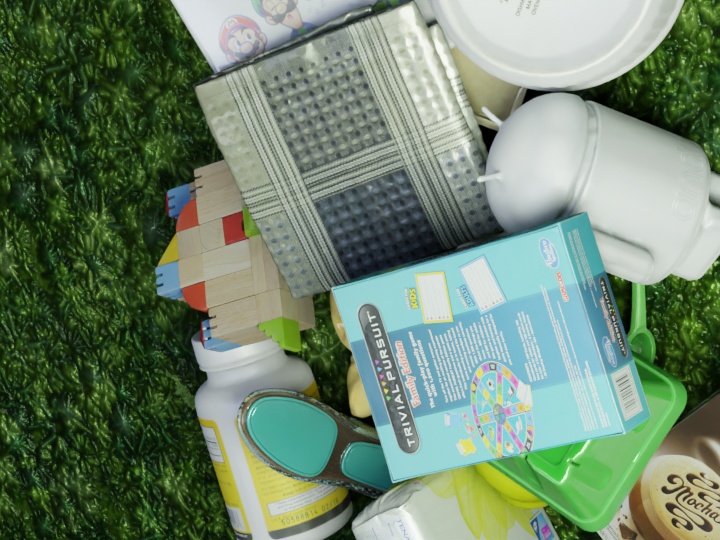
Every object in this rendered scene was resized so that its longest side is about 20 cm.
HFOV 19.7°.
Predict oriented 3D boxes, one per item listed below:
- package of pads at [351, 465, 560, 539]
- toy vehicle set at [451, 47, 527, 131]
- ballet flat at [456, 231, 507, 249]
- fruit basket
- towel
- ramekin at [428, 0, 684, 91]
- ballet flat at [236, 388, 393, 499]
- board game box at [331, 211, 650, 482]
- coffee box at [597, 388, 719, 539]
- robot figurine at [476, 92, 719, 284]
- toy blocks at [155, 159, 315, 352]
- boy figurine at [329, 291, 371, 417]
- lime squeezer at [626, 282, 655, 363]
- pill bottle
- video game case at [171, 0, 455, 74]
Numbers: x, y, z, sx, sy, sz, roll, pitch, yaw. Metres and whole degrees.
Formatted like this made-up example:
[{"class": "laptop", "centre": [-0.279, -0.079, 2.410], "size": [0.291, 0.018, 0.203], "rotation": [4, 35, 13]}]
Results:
[{"class": "package of pads", "centre": [0.087, 0.226, 1.693], "size": [0.068, 0.200, 0.155], "rotation": [-27, 92, 32]}, {"class": "toy vehicle set", "centre": [0.043, -0.197, 1.584], "size": [0.199, 0.027, 0.125], "rotation": [21, 108, 2]}, {"class": "ballet flat", "centre": [0.113, -0.035, 1.644], "size": [0.200, 0.063, 0.069], "rotation": [-52, 39, 37]}, {"class": "fruit basket", "centre": [0.138, 0.108, 1.607], "size": [0.215, 0.216, 0.156], "rotation": [34, 91, 23]}, {"class": "towel", "centre": [-0.004, -0.093, 1.574], "size": [0.192, 0.035, 0.201], "rotation": [-19, 110, 15]}, {"class": "ramekin", "centre": [0.135, -0.221, 1.473], "size": [0.201, 0.094, 0.203], "rotation": [2, 105, 9]}, {"class": "ballet flat", "centre": [-0.033, 0.150, 1.785], "size": [0.200, 0.075, 0.074], "rotation": [28, 141, -29]}, {"class": "board game box", "centre": [0.090, 0.057, 1.472], "size": [0.199, 0.047, 0.152], "rotation": [-16, 93, 35]}, {"class": "coffee box", "centre": [0.275, 0.162, 1.593], "size": [0.113, 0.080, 0.200], "rotation": [52, 132, 8]}, {"class": "robot figurine", "centre": [0.176, -0.061, 1.517], "size": [0.199, 0.170, 0.113], "rotation": [19, 127, -16]}, {"class": "toy blocks", "centre": [-0.115, -0.012, 1.778], "size": [0.136, 0.100, 0.201], "rotation": [-17, 71, 30]}, {"class": "boy figurine", "centre": [0.028, 0.039, 1.751], "size": [0.124, 0.064, 0.201], "rotation": [23, 123, 29]}, {"class": "lime squeezer", "centre": [0.207, 0.068, 1.646], "size": [0.071, 0.038, 0.201], "rotation": [-118, 37, -44]}, {"class": "pill bottle", "centre": [-0.084, 0.143, 1.855], "size": [0.111, 0.111, 0.201], "rotation": [-6, 106, 40]}, {"class": "video game case", "centre": [-0.035, -0.213, 1.565], "size": [0.199, 0.024, 0.182], "rotation": [-29, 99, 16]}]
